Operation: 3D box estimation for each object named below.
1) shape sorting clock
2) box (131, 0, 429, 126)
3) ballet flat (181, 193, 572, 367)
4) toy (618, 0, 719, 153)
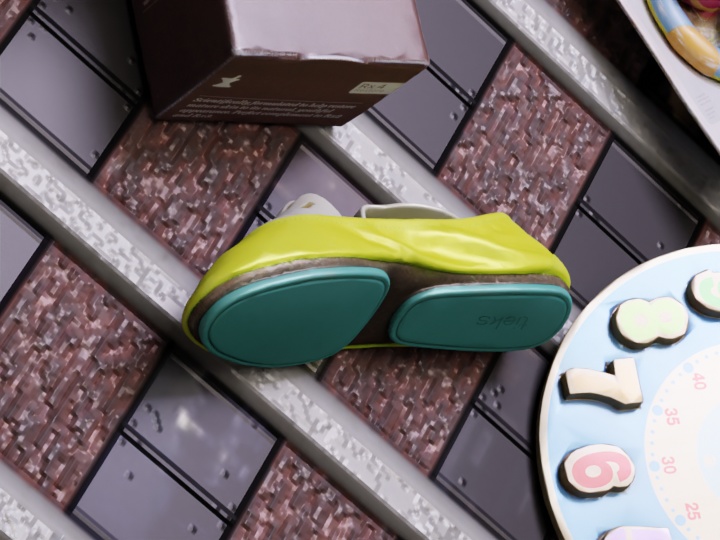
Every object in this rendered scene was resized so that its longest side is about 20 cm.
[{"bbox_3d":[0.173,0.081,1.271,0.199,0.039,0.201,7,65,-14],"label":"shape sorting clock"},{"bbox_3d":[-0.047,-0.165,1.231,0.100,0.075,0.201,1,68,-36],"label":"box"},{"bbox_3d":[0.000,0.000,1.205,0.199,0.067,0.067,0,48,-39],"label":"ballet flat"},{"bbox_3d":[0.167,-0.147,1.368,0.115,0.047,0.200,-27,76,-38],"label":"toy"}]
